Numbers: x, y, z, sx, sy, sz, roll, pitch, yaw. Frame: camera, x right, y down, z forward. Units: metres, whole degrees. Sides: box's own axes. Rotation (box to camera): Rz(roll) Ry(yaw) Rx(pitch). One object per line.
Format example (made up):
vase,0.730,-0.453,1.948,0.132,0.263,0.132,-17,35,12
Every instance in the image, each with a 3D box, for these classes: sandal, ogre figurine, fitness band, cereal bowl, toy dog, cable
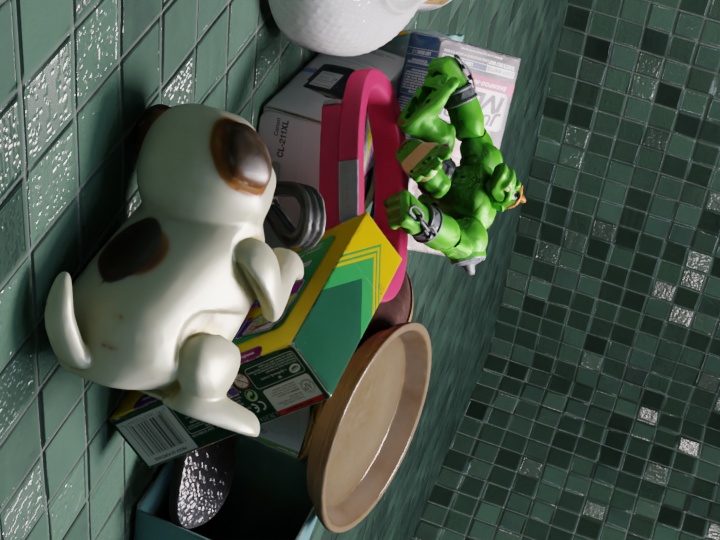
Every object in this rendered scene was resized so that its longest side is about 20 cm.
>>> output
sandal,-0.142,0.128,1.327,0.075,0.045,0.203,39,52,-54
ogre figurine,0.081,-0.087,1.335,0.120,0.097,0.201,48,22,-34
fitness band,0.005,-0.072,1.291,0.144,0.037,0.203,39,51,-66
sandal,-0.014,0.143,1.433,0.200,0.053,0.081,6,102,-79
cereal bowl,0.011,-0.269,1.249,0.200,0.083,0.202,-40,142,-40
toy dog,-0.128,-0.015,1.028,0.193,0.139,0.202,25,83,-43
cable,-0.072,-0.056,1.155,0.199,0.050,0.099,-1,-103,54

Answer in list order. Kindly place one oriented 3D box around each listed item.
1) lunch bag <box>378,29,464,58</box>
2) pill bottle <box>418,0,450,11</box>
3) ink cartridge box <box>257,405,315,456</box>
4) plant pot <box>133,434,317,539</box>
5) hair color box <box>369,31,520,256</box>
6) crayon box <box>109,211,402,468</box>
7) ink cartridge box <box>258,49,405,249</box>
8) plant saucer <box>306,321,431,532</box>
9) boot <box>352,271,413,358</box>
lunch bag,0.061,-0.164,1.575,0.200,0.120,0.173,-87,177,-80
pill bottle,0.051,-0.307,1.449,0.200,0.113,0.116,-34,141,-74
ink cartridge box,-0.085,0.131,1.481,0.201,0.103,0.060,92,20,-55
plant pot,-0.131,0.274,1.406,0.142,0.140,0.202,-57,166,-53
hair color box,0.079,-0.118,1.452,0.060,0.099,0.203,25,-76,58
crayon box,-0.080,0.054,1.185,0.059,0.199,0.173,53,37,-18
ink cartridge box,-0.031,-0.113,1.425,0.200,0.082,0.147,-56,160,-58
plant saucer,0.006,0.137,1.358,0.200,0.029,0.202,-50,152,-39
boot,0.000,0.000,1.361,0.201,0.071,0.168,-59,153,-50
